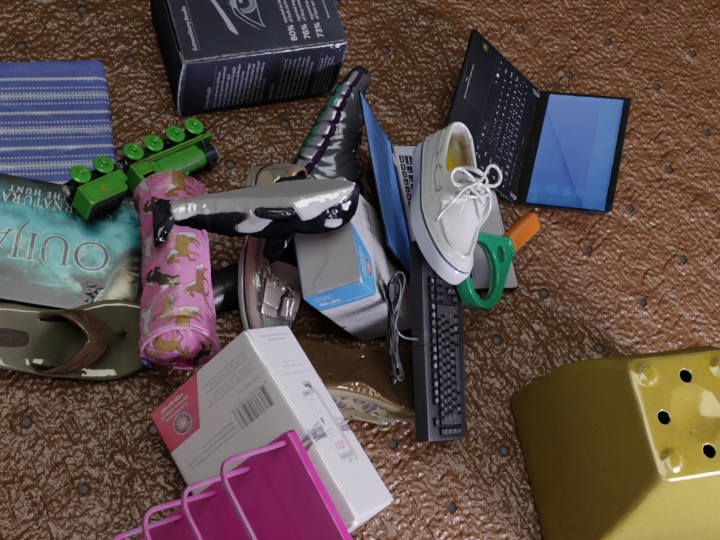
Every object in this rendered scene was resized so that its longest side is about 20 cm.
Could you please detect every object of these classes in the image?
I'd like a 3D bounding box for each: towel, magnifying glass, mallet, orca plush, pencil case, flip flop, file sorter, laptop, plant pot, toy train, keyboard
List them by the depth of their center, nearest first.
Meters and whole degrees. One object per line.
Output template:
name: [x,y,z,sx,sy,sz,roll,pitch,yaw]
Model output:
file sorter: [-0.124,0.254,0.903,0.140,0.199,0.125,59,24,14]
orca plush: [-0.097,-0.038,1.014,0.197,0.105,0.072,-11,110,-9]
flip flop: [-0.288,0.066,1.035,0.197,0.057,0.083,6,90,-22]
pencil case: [-0.183,-0.002,1.051,0.082,0.086,0.203,31,40,-46]
plant pot: [0.288,0.172,1.065,0.192,0.201,0.197,-5,66,-15]
keyboard: [0.067,0.069,1.072,0.126,0.020,0.204,6,79,-46]
toy train: [-0.228,-0.109,1.138,0.056,0.042,0.199,47,46,12]
mallet: [-0.182,-0.043,1.150,0.065,0.041,0.202,-20,67,-20]
towel: [-0.343,-0.143,1.169,0.142,0.024,0.203,-5,68,-18]
magnifying glass: [0.153,-0.020,1.178,0.200,0.022,0.081,-36,112,-51]
laptop: [0.088,-0.085,1.178,0.197,0.116,0.190,-1,64,-19]
laptop: [0.212,-0.177,1.265,0.199,0.103,0.179,36,56,-30]

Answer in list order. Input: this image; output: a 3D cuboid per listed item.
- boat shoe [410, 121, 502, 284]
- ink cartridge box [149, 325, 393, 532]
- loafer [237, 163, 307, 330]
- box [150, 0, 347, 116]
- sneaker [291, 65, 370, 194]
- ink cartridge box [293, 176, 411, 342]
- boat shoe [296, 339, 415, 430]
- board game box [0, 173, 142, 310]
boat shoe: [0.104,-0.081,1.094,0.074,0.086,0.204,33,37,-26]
ink cartridge box: [-0.086,0.176,0.999,0.201,0.146,0.082,57,22,15]
loafer: [-0.086,-0.015,1.111,0.062,0.072,0.204,-8,77,30]
box: [-0.132,-0.280,1.235,0.197,0.105,0.150,-10,68,-17]
sneaker: [-0.022,-0.135,1.220,0.087,0.074,0.202,31,72,-9]
ink cartridge box: [0.000,0.000,1.116,0.066,0.200,0.118,-18,65,16]
boat shoe: [0.000,0.120,1.103,0.197,0.063,0.074,15,48,-14]
board game box: [-0.323,-0.024,1.095,0.197,0.028,0.137,9,67,-14]
